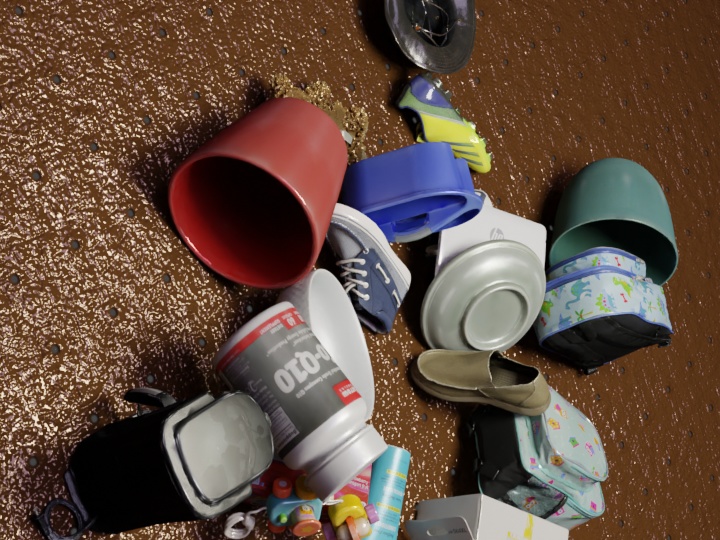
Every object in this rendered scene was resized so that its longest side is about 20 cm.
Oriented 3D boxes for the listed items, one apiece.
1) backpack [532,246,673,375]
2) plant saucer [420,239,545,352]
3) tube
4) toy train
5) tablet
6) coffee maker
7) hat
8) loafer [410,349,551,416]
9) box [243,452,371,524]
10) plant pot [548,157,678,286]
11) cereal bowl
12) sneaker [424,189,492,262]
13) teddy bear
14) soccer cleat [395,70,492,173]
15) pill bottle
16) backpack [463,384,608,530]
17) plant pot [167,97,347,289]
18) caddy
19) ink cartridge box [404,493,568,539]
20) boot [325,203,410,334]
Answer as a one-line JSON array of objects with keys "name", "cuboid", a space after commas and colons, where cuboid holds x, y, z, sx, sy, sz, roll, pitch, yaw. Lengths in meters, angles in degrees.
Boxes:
[{"name": "backpack", "cuboid": [0.351, 0.054, 1.828, 0.199, 0.182, 0.149, 17, 55, -50]}, {"name": "plant saucer", "cuboid": [0.181, 0.055, 1.693, 0.198, 0.201, 0.050, 21, 19, -35]}, {"name": "tube", "cuboid": [0.022, 0.329, 1.559, 0.077, 0.050, 0.203, 22, 68, -27]}, {"name": "toy train", "cuboid": [-0.056, 0.319, 1.406, 0.199, 0.150, 0.056, 37, 16, -38]}, {"name": "tablet", "cuboid": [0.189, -0.026, 1.730, 0.198, 0.014, 0.132, 17, 74, -34]}, {"name": "coffee maker", "cuboid": [-0.212, 0.217, 1.276, 0.135, 0.199, 0.193, 48, 51, -18]}, {"name": "hat", "cuboid": [0.088, -0.383, 1.814, 0.198, 0.081, 0.204, 9, 75, -35]}, {"name": "loafer", "cuboid": [0.166, 0.140, 1.656, 0.076, 0.197, 0.068, -67, 162, -46]}, {"name": "box", "cuboid": [-0.088, 0.233, 1.452, 0.198, 0.095, 0.101, 23, 63, -34]}, {"name": "plant pot", "cuboid": [0.401, -0.078, 1.926, 0.200, 0.200, 0.163, 34, 46, -29]}, {"name": "cereal bowl", "cuboid": [-0.056, 0.104, 1.506, 0.200, 0.082, 0.203, -19, 90, -74]}, {"name": "sneaker", "cuboid": [0.152, -0.010, 1.757, 0.128, 0.079, 0.202, -18, 96, -36]}, {"name": "teddy bear", "cuboid": [-0.059, -0.192, 1.643, 0.199, 0.066, 0.147, -8, 91, -49]}, {"name": "soccer cleat", "cuboid": [0.125, -0.209, 1.815, 0.084, 0.065, 0.200, -42, 123, 2]}, {"name": "pill bottle", "cuboid": [-0.065, 0.146, 1.347, 0.113, 0.114, 0.201, -30, 78, -42]}, {"name": "backpack", "cuboid": [0.261, 0.271, 1.703, 0.200, 0.152, 0.177, 44, 23, -33]}, {"name": "plant pot", "cuboid": [-0.111, -0.109, 1.488, 0.201, 0.199, 0.178, 50, 42, -18]}, {"name": "caddy", "cuboid": [0.066, -0.090, 1.625, 0.141, 0.198, 0.107, 30, 49, -60]}, {"name": "ink cartridge box", "cuboid": [0.160, 0.382, 1.605, 0.199, 0.128, 0.127, 26, 61, -32]}, {"name": "boot", "cuboid": [0.000, 0.000, 1.600, 0.200, 0.072, 0.091, 45, 54, -40]}]
